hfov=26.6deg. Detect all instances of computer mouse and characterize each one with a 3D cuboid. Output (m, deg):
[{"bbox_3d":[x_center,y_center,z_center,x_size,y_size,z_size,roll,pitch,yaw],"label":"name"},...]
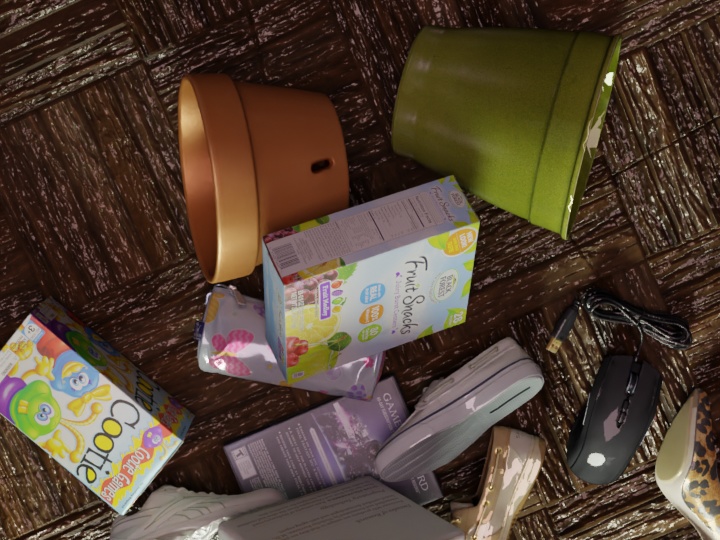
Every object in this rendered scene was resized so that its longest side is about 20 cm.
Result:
[{"bbox_3d":[0.250,0.121,1.583,0.139,0.046,0.202,25,99,-4],"label":"computer mouse"}]

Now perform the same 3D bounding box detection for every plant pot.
[{"bbox_3d":[-0.094,-0.096,1.490,0.138,0.200,0.203,-7,100,-14],"label":"plant pot"},{"bbox_3d":[0.136,-0.154,1.480,0.190,0.200,0.203,16,100,10],"label":"plant pot"}]

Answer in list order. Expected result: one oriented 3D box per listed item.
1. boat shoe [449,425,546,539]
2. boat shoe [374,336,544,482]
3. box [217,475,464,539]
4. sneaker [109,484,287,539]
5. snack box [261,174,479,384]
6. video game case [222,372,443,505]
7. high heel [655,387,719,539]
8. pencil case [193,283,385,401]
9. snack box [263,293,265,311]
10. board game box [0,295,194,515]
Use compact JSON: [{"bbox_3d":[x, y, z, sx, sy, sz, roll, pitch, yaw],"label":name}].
[{"bbox_3d":[0.126,0.257,1.599,0.068,0.074,0.202,24,90,-1],"label":"boat shoe"},{"bbox_3d":[0.095,0.144,1.584,0.198,0.074,0.067,-30,53,-3],"label":"boat shoe"},{"bbox_3d":[-0.018,0.344,1.513,0.198,0.171,0.202,-12,111,-35],"label":"box"},{"bbox_3d":[-0.175,0.255,1.592,0.197,0.100,0.078,-17,136,-5],"label":"sneaker"},{"bbox_3d":[0.008,0.010,1.459,0.198,0.170,0.068,-20,57,-14],"label":"snack box"},{"bbox_3d":[-0.029,0.212,1.618,0.198,0.019,0.144,-23,99,4],"label":"video game case"},{"bbox_3d":[0.383,0.229,1.601,0.141,0.071,0.203,8,93,-17],"label":"high heel"},{"bbox_3d":[-0.070,0.074,1.563,0.197,0.083,0.092,11,85,-1],"label":"pencil case"},{"bbox_3d":[0.000,0.000,1.526,0.198,0.072,0.025,-16,58,-17],"label":"snack box"},{"bbox_3d":[-0.282,0.136,1.566,0.200,0.105,0.103,41,97,-6],"label":"board game box"}]
